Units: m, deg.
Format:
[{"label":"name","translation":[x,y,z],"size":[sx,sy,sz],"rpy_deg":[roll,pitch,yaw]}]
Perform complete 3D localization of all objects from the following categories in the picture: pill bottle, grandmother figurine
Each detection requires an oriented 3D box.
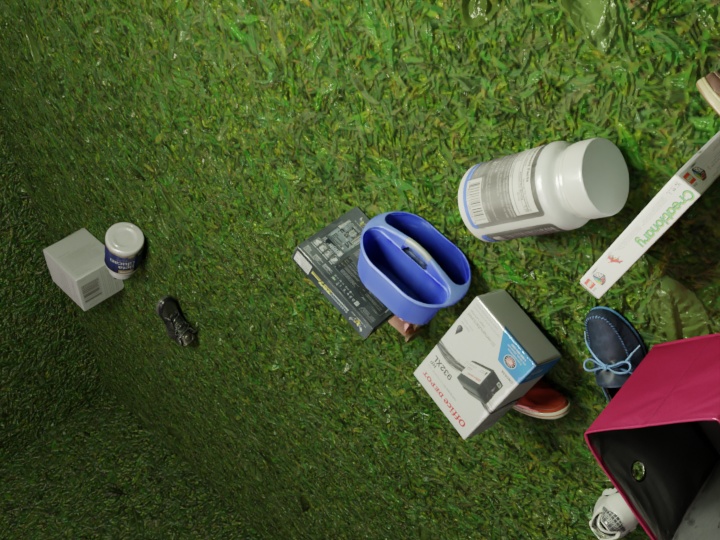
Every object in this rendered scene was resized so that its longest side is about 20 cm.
[{"label":"pill bottle","translation":[0.234,-0.103,0.914],"size":[0.200,0.114,0.114],"rpy_deg":[-8,114,53]},{"label":"grandmother figurine","translation":[0.038,0.052,1.356],"size":[0.200,0.061,0.121],"rpy_deg":[44,118,20]},{"label":"pill bottle","translation":[-0.725,-0.052,2.150],"size":[0.111,0.111,0.200],"rpy_deg":[48,147,8]}]

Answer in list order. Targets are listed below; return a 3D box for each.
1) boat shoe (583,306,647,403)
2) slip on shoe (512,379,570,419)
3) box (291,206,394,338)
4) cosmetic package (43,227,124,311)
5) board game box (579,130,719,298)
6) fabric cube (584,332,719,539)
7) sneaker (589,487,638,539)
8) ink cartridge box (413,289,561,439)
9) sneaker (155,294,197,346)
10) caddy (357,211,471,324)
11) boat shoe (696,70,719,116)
[{"label":"boat shoe","translation":[0.375,0.148,1.008],"size":[0.084,0.069,0.200],"rpy_deg":[-18,105,55]},{"label":"slip on shoe","translation":[0.261,0.182,1.183],"size":[0.200,0.074,0.061],"rpy_deg":[34,139,35]},{"label":"box","translation":[0.000,0.000,1.257],"size":[0.200,0.158,0.051],"rpy_deg":[47,147,8]},{"label":"cosmetic package","translation":[-0.952,-0.005,2.426],"size":[0.200,0.165,0.165],"rpy_deg":[37,143,23]},{"label":"board game box","translation":[0.342,-0.061,0.807],"size":[0.035,0.126,0.200],"rpy_deg":[44,146,15]},{"label":"fabric cube","translation":[0.441,0.208,0.864],"size":[0.196,0.199,0.200],"rpy_deg":[55,147,-4]},{"label":"sneaker","translation":[0.411,0.411,1.162],"size":[0.076,0.080,0.200],"rpy_deg":[45,163,28]},{"label":"ink cartridge box","translation":[0.199,0.153,1.138],"size":[0.145,0.084,0.200],"rpy_deg":[52,128,25]},{"label":"sneaker","translation":[-0.567,0.162,2.187],"size":[0.114,0.076,0.200],"rpy_deg":[30,143,29]},{"label":"caddy","translation":[0.087,-0.010,1.159],"size":[0.200,0.141,0.105],"rpy_deg":[42,150,16]},{"label":"boat shoe","translation":[0.428,-0.142,0.694],"size":[0.200,0.072,0.072],"rpy_deg":[50,118,24]}]
